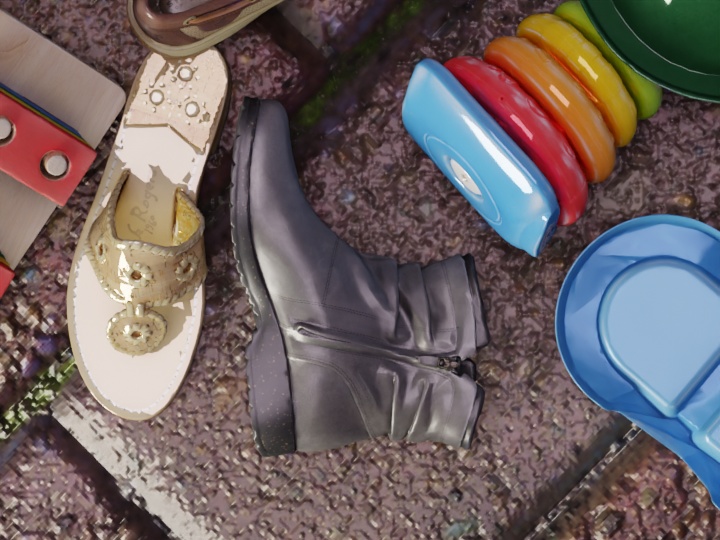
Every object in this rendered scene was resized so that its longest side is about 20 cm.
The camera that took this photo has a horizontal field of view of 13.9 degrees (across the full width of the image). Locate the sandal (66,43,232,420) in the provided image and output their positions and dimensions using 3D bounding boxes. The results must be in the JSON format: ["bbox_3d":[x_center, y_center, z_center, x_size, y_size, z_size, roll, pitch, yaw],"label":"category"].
[{"bbox_3d":[-0.117,-0.025,1.588,0.077,0.070,0.212,12,90,6],"label":"sandal"}]

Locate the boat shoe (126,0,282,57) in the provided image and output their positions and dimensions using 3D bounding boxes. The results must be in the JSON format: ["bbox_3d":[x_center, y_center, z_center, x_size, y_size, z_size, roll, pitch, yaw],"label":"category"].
[{"bbox_3d":[-0.037,-0.186,1.575,0.200,0.072,0.072,-32,85,-7],"label":"boat shoe"}]

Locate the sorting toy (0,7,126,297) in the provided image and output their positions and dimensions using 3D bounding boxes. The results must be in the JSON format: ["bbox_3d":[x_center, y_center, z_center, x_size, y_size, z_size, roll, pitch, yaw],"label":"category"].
[{"bbox_3d":[-0.251,-0.057,1.554,0.199,0.070,0.200,32,95,-25],"label":"sorting toy"}]

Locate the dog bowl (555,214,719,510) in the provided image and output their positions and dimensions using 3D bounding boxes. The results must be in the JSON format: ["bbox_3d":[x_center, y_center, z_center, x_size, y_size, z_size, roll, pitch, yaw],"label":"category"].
[{"bbox_3d":[0.194,0.056,1.567,0.200,0.050,0.112,40,93,5],"label":"dog bowl"}]

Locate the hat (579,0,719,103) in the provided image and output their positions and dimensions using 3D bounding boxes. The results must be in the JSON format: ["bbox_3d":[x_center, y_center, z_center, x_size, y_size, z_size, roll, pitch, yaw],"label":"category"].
[{"bbox_3d":[0.191,-0.201,1.455,0.165,0.176,0.200,-15,78,-8],"label":"hat"}]

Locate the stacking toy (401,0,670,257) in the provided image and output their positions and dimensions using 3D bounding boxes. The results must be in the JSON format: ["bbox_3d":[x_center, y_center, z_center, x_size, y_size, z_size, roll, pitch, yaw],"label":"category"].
[{"bbox_3d":[0.128,-0.111,1.563,0.200,0.116,0.110,-41,80,-11],"label":"stacking toy"}]

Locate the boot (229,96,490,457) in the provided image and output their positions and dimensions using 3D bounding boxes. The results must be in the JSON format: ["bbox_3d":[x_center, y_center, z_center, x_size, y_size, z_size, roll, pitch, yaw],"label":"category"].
[{"bbox_3d":[0.000,0.000,1.585,0.131,0.070,0.200,-6,99,2],"label":"boot"}]
